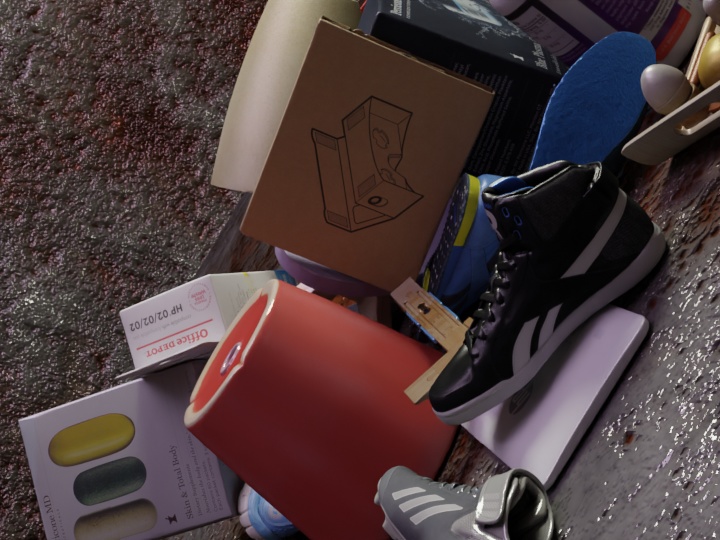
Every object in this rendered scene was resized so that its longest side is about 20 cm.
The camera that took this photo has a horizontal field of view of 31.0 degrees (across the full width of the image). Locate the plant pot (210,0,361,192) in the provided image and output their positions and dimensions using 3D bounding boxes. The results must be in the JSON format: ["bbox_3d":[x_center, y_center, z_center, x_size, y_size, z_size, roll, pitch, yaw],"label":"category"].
[{"bbox_3d":[-0.055,-0.182,1.351,0.187,0.184,0.204,-143,59,-77],"label":"plant pot"}]

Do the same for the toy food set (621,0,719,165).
[{"bbox_3d":[0.259,-0.179,0.919,0.143,0.060,0.202,-37,24,57],"label":"toy food set"}]

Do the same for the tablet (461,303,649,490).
[{"bbox_3d":[0.129,0.074,0.914,0.131,0.014,0.200,-58,12,0],"label":"tablet"}]

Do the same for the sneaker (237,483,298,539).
[{"bbox_3d":[-0.039,0.169,1.239,0.089,0.078,0.202,-15,44,43],"label":"sneaker"}]

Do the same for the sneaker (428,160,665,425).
[{"bbox_3d":[0.099,0.004,0.885,0.200,0.112,0.073,-42,16,7],"label":"sneaker"}]

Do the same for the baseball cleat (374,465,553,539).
[{"bbox_3d":[0.071,0.161,0.836,0.107,0.070,0.200,-49,23,5],"label":"baseball cleat"}]

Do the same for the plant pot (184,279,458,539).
[{"bbox_3d":[-0.038,0.114,1.077,0.201,0.176,0.201,-53,13,18],"label":"plant pot"}]

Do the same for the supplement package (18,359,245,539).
[{"bbox_3d":[-0.205,0.190,1.302,0.197,0.154,0.150,-18,-8,16],"label":"supplement package"}]

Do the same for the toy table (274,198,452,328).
[{"bbox_3d":[0.000,0.000,1.245,0.118,0.197,0.185,113,144,-44],"label":"toy table"}]

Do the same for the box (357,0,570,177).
[{"bbox_3d":[0.089,-0.177,1.192,0.197,0.197,0.119,-87,16,-65],"label":"box"}]

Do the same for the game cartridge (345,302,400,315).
[{"bbox_3d":[-0.045,0.082,1.376,0.129,0.039,0.200,-31,-6,-39],"label":"game cartridge"}]

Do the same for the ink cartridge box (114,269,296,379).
[{"bbox_3d":[-0.150,0.050,1.265,0.114,0.069,0.199,-22,-7,25],"label":"ink cartridge box"}]

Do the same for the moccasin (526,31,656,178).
[{"bbox_3d":[0.166,-0.088,1.006,0.202,0.080,0.068,-60,-20,0],"label":"moccasin"}]

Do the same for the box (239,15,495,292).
[{"bbox_3d":[0.005,-0.093,1.111,0.021,0.161,0.202,-82,14,-68],"label":"box"}]

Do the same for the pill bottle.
[{"bbox_3d":[0.174,-0.235,1.059,0.112,0.199,0.112,-51,14,18],"label":"pill bottle"}]

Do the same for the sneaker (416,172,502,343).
[{"bbox_3d":[0.100,0.000,1.125,0.201,0.077,0.067,110,167,-46],"label":"sneaker"}]

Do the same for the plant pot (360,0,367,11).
[{"bbox_3d":[0.073,-0.238,1.505,0.200,0.175,0.201,-51,13,25],"label":"plant pot"}]

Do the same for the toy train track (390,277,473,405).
[{"bbox_3d":[0.074,0.055,1.021,0.114,0.033,0.200,-41,27,-3],"label":"toy train track"}]
